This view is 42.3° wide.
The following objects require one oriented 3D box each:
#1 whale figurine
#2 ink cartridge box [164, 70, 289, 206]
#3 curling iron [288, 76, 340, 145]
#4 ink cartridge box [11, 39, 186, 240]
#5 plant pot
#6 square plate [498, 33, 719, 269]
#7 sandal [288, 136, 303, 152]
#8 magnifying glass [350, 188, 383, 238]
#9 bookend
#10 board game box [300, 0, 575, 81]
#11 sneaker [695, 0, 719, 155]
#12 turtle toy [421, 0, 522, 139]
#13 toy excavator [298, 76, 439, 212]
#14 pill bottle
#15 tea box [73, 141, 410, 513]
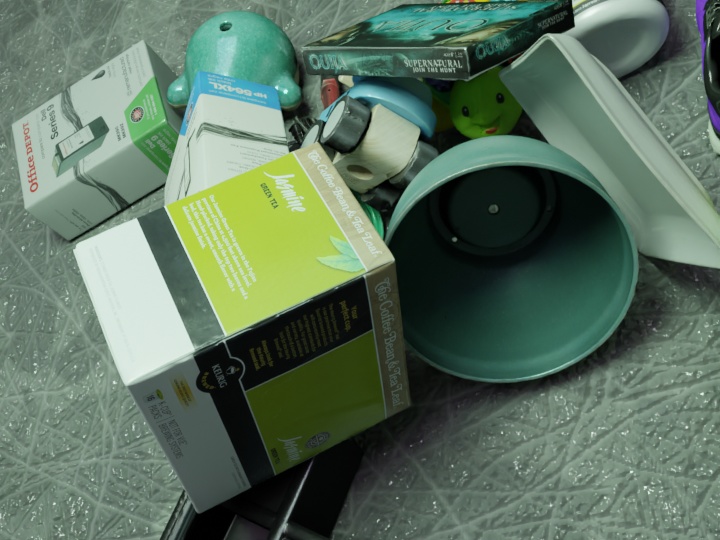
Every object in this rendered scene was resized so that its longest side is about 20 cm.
[{"bbox_3d":[-0.142,-0.200,1.010,0.157,0.104,0.201,5,54,14],"label":"whale figurine"},{"bbox_3d":[-0.122,-0.062,0.839,0.201,0.084,0.147,-104,31,-50],"label":"ink cartridge box"},{"bbox_3d":[-0.040,-0.192,0.990,0.026,0.049,0.201,-55,20,41],"label":"curling iron"},{"bbox_3d":[-0.300,-0.151,1.095,0.199,0.084,0.147,-30,55,10],"label":"ink cartridge box"},{"bbox_3d":[0.114,-0.028,0.768,0.199,0.201,0.135,-22,29,15],"label":"plant pot"},{"bbox_3d":[0.188,-0.088,0.694,0.028,0.198,0.200,-40,94,1],"label":"square plate"},{"bbox_3d":[-0.089,-0.089,0.979,0.200,0.043,0.076,-39,53,3],"label":"sandal"},{"bbox_3d":[0.000,0.000,0.875,0.022,0.079,0.202,-28,63,39],"label":"magnifying glass"},{"bbox_3d":[-0.045,0.212,0.763,0.199,0.092,0.200,16,72,31],"label":"bookend"},{"bbox_3d":[0.061,-0.198,0.791,0.135,0.028,0.199,-32,30,-34],"label":"board game box"},{"bbox_3d":[0.324,-0.204,0.794,0.069,0.100,0.202,-6,62,21],"label":"sneaker"},{"bbox_3d":[0.114,-0.202,0.900,0.145,0.101,0.202,-19,57,17],"label":"turtle toy"},{"bbox_3d":[0.016,-0.164,0.900,0.194,0.099,0.202,-23,43,63],"label":"toy excavator"},{"bbox_3d":[0.209,-0.287,0.879,0.111,0.112,0.202,-19,64,17],"label":"pill bottle"},{"bbox_3d":[-0.078,0.047,0.702,0.195,0.201,0.134,-23,54,-12],"label":"tea box"}]
